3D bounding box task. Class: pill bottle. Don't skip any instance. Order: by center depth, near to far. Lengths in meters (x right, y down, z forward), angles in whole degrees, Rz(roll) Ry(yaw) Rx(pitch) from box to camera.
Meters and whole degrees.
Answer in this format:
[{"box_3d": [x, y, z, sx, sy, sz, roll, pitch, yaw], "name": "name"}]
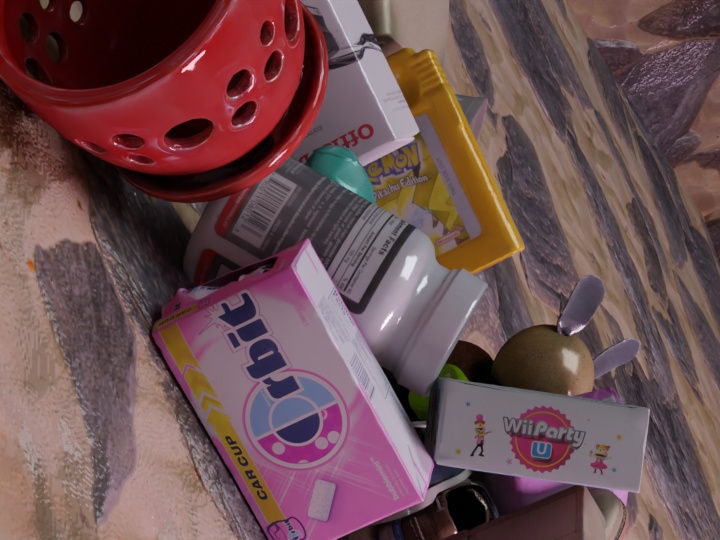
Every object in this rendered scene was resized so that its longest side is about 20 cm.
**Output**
[{"box_3d": [-0.018, 0.002, 1.469, 0.200, 0.116, 0.116, 30, 17, 4], "name": "pill bottle"}]

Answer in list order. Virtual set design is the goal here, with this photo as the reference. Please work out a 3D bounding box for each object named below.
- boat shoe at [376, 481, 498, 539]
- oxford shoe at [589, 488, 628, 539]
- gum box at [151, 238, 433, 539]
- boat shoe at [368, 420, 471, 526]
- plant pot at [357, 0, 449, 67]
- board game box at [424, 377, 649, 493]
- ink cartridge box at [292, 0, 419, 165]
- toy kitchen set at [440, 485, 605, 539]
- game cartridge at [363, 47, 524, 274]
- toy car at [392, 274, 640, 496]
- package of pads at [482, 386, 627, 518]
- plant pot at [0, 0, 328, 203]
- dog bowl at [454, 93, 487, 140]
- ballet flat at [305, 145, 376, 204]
[{"box_3d": [0.077, 0.212, 1.675, 0.072, 0.072, 0.200, 64, 16, 1], "name": "boat shoe"}, {"box_3d": [0.140, 0.228, 1.629, 0.070, 0.200, 0.075, 32, -35, 37], "name": "oxford shoe"}, {"box_3d": [-0.047, 0.085, 1.402, 0.200, 0.113, 0.066, 61, 16, -12], "name": "gum box"}, {"box_3d": [0.036, 0.154, 1.645, 0.200, 0.075, 0.062, -23, 98, -65], "name": "boat shoe"}, {"box_3d": [-0.026, -0.245, 1.850, 0.200, 0.199, 0.178, 30, 44, -62], "name": "plant pot"}, {"box_3d": [0.125, 0.119, 1.503, 0.200, 0.147, 0.065, 96, 3, -86], "name": "board game box"}, {"box_3d": [-0.062, -0.167, 1.683, 0.201, 0.144, 0.084, 63, 18, -1], "name": "ink cartridge box"}, {"box_3d": [0.129, 0.308, 1.502, 0.200, 0.180, 0.163, 59, 18, -21], "name": "toy kitchen set"}, {"box_3d": [0.022, -0.071, 1.744, 0.201, 0.176, 0.032, 64, 16, 3], "name": "game cartridge"}, {"box_3d": [0.147, 0.089, 1.813, 0.164, 0.200, 0.158, 53, 2, -37], "name": "toy car"}, {"box_3d": [0.166, 0.197, 1.747, 0.076, 0.120, 0.201, -115, -161, -43], "name": "package of pads"}, {"box_3d": [-0.126, -0.155, 1.376, 0.183, 0.200, 0.201, 47, 23, -53], "name": "plant pot"}, {"box_3d": [0.055, -0.075, 1.875, 0.058, 0.201, 0.200, 21, 16, 7], "name": "dog bowl"}, {"box_3d": [0.000, 0.000, 1.597, 0.070, 0.067, 0.201, -50, 121, -48], "name": "ballet flat"}]
